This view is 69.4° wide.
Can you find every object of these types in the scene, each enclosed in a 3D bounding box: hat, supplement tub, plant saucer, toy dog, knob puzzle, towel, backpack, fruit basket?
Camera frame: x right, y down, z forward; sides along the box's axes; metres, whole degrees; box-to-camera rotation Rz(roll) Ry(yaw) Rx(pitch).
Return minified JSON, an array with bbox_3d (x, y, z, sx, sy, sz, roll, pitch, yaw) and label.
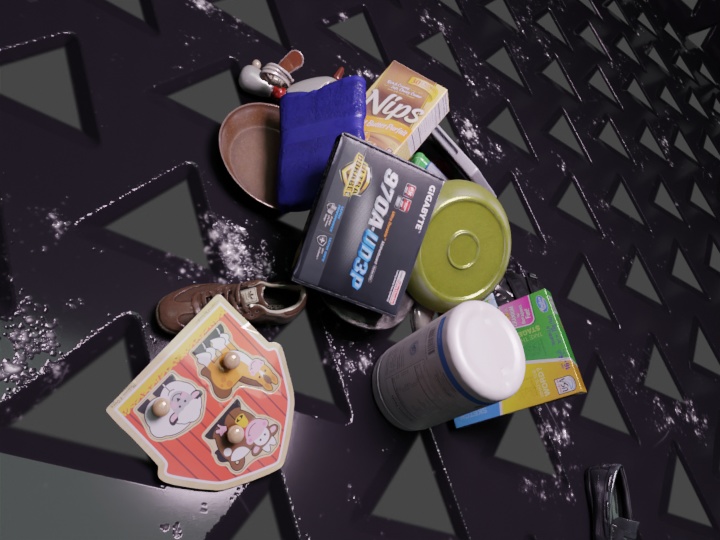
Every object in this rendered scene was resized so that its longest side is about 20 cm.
[{"bbox_3d":[0.000,0.000,0.802,0.196,0.081,0.206,10,67,-23],"label":"hat"},{"bbox_3d":[0.117,0.138,0.723,0.129,0.200,0.135,15,58,-25],"label":"supplement tub"},{"bbox_3d":[0.149,-0.032,0.781,0.195,0.031,0.206,-3,101,-18],"label":"plant saucer"},{"bbox_3d":[-0.099,-0.328,0.896,0.197,0.131,0.099,19,78,-35],"label":"toy dog"},{"bbox_3d":[-0.135,-0.175,0.835,0.196,0.037,0.205,17,57,-26],"label":"plant saucer"},{"bbox_3d":[-0.157,0.162,0.607,0.215,0.030,0.226,5,79,-27],"label":"knob puzzle"},{"bbox_3d":[-0.056,-0.188,0.788,0.050,0.144,0.205,44,42,-62],"label":"towel"},{"bbox_3d":[0.269,0.114,0.889,0.160,0.155,0.202,12,37,-30],"label":"backpack"},{"bbox_3d":[0.143,-0.172,0.982,0.185,0.094,0.201,42,46,-7],"label":"fruit basket"}]

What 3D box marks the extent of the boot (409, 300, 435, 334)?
[{"bbox_3d":[0.155,0.021,0.851,0.127,0.068,0.203,5,55,20],"label":"boot"}]

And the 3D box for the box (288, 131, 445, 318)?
[{"bbox_3d":[0.008,-0.058,0.703,0.156,0.046,0.205,21,91,-16],"label":"box"}]

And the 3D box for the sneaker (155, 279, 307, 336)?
[{"bbox_3d":[-0.161,0.037,0.675,0.196,0.075,0.072,-5,67,-36],"label":"sneaker"}]

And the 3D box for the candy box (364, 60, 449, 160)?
[{"bbox_3d":[0.038,-0.225,0.831,0.115,0.055,0.201,36,82,23],"label":"candy box"}]

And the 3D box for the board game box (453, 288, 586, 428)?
[{"bbox_3d":[0.218,0.138,0.794,0.040,0.197,0.157,19,50,-55],"label":"board game box"}]

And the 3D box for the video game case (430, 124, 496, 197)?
[{"bbox_3d":[0.180,-0.221,0.987,0.184,0.023,0.199,54,15,20],"label":"video game case"}]

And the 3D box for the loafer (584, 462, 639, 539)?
[{"bbox_3d":[0.422,0.423,0.856,0.067,0.070,0.205,18,57,-23],"label":"loafer"}]
